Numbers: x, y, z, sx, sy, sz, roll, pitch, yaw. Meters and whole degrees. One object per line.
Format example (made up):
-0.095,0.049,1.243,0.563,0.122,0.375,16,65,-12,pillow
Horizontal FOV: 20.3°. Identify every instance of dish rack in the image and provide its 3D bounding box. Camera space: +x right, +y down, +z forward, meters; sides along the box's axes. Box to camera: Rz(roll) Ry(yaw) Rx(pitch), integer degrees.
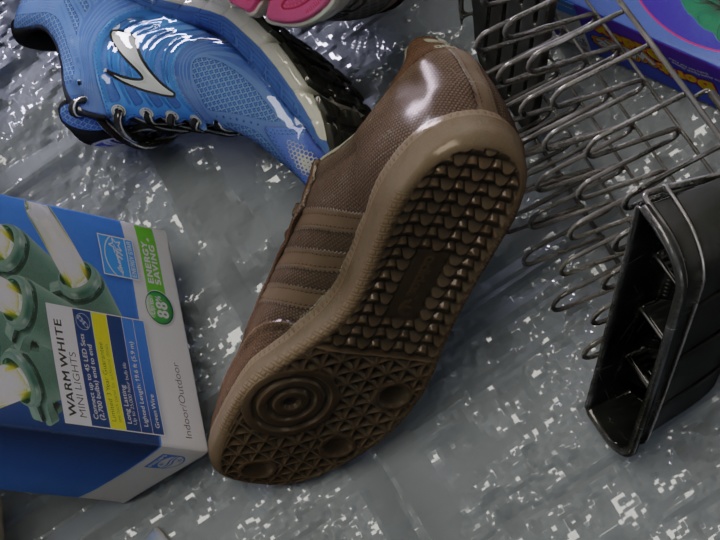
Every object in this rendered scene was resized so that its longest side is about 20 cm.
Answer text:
0.079,-0.048,0.752,0.054,0.154,0.201,-23,63,-15,dish rack

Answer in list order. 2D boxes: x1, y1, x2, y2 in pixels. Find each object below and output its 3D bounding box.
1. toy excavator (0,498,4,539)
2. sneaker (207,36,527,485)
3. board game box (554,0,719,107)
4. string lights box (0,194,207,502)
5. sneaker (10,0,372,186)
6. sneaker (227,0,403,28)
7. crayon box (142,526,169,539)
-0.269,0.124,0.832,0.194,0.198,0.101,-35,56,49,toy excavator
0.000,0.000,0.775,0.200,0.070,0.076,-53,35,33,sneaker
0.180,-0.162,0.817,0.134,0.045,0.201,28,81,24,board game box
-0.157,0.025,0.768,0.059,0.199,0.104,-31,62,35,string lights box
-0.075,-0.079,0.860,0.199,0.078,0.090,36,95,31,sneaker
-0.052,-0.149,0.810,0.199,0.087,0.074,33,110,36,sneaker
-0.064,0.202,0.758,0.200,0.052,0.126,41,86,26,crayon box
